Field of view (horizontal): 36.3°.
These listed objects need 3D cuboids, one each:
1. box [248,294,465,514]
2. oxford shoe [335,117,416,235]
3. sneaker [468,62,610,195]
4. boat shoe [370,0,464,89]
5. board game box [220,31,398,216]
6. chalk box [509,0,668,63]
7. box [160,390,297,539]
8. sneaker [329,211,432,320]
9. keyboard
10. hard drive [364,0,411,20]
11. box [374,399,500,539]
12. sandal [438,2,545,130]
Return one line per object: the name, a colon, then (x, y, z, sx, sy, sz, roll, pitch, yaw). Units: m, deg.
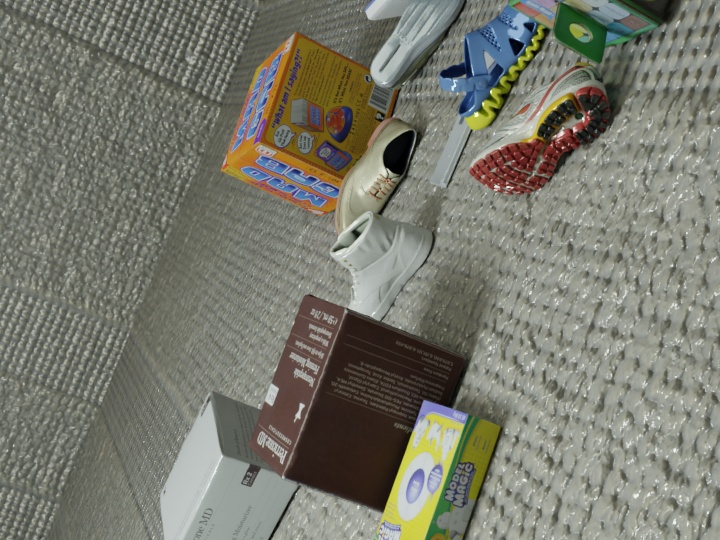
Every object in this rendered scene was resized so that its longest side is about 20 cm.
box: (-0.008, 0.155, 1.289, 0.202, 0.163, 0.166, -69, 20, -3)
oxford shoe: (0.022, -0.135, 1.651, 0.202, 0.070, 0.074, -66, 23, 4)
sneaker: (0.201, -0.155, 1.229, 0.199, 0.078, 0.083, -35, 33, 40)
boat shoe: (0.092, -0.369, 1.719, 0.200, 0.062, 0.072, -47, 70, 16)
board game box: (-0.086, -0.237, 1.834, 0.199, 0.198, 0.202, -18, 51, 64)
chalk box: (0.250, -0.318, 1.164, 0.124, 0.123, 0.202, -6, 63, 67)
box: (-0.201, 0.326, 1.651, 0.200, 0.130, 0.200, -63, 21, 14)
sneaker: (0.000, 0.000, 1.503, 0.201, 0.115, 0.074, -56, 25, 33)
keyboard: (0.145, -0.209, 1.505, 0.202, 0.011, 0.056, -67, 15, 3)
hard drive: (0.107, -0.453, 1.693, 0.200, 0.131, 0.026, -34, 76, 57)
box: (0.073, 0.245, 1.166, 0.117, 0.048, 0.202, 2, 72, 69)
sandal: (0.169, -0.282, 1.409, 0.201, 0.086, 0.080, -60, 20, 14)
